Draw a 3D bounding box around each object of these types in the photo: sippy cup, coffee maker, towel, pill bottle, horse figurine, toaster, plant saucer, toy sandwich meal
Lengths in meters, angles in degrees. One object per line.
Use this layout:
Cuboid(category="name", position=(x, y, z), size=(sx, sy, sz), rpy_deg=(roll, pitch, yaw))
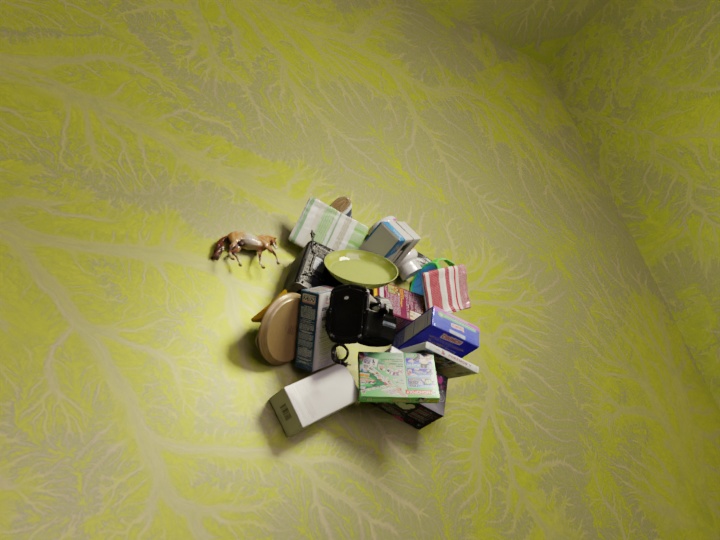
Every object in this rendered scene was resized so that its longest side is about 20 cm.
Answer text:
Cuboid(category="sippy cup", position=(0.252, 0.060, 1.826), size=(0.130, 0.178, 0.140), rpy_deg=(30, 21, -25))
Cuboid(category="coffee maker", position=(-0.002, 0.143, 1.439), size=(0.135, 0.192, 0.200), rpy_deg=(25, -2, 28))
Cuboid(category="towel", position=(-0.092, -0.106, 1.658), size=(0.200, 0.031, 0.149), rpy_deg=(28, 81, -10))
Cuboid(category="pill bottle", position=(0.115, -0.070, 1.832), size=(0.104, 0.104, 0.200), rpy_deg=(-19, 73, -45))
Cuboid(category="towel", position=(0.268, 0.063, 1.747), size=(0.200, 0.023, 0.144), rpy_deg=(-11, 92, -42))
Cuboid(category="horse figurine", position=(-0.304, -0.063, 1.532), size=(0.200, 0.050, 0.133), rpy_deg=(4, 45, -29))
Cuboid(category="toaster", position=(-0.107, 0.027, 1.575), size=(0.181, 0.119, 0.200), rpy_deg=(30, 46, -18))
Cuboid(category="plant saucer", position=(0.000, 0.000, 1.511), size=(0.200, 0.031, 0.200), rpy_deg=(8, 26, -4))
Cuboid(category="toy sandwich meal", position=(-0.195, 0.138, 1.430), size=(0.205, 0.070, 0.205), rpy_deg=(-21, 117, -48))

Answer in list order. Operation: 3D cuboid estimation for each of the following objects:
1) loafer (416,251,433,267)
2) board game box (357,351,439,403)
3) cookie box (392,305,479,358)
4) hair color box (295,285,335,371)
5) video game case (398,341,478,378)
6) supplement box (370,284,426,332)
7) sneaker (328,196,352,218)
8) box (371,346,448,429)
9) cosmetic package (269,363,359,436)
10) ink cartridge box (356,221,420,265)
Cuboid(category="loafer", position=(0.248, -0.003, 1.913), size=(0.200, 0.068, 0.070), rpy_deg=(29, 54, -13))
Cuboid(category="board game box", position=(0.094, 0.271, 1.443), size=(0.200, 0.029, 0.135), rpy_deg=(3, 47, -5))
Cuboid(category="cookie box", position=(0.215, 0.205, 1.638), size=(0.171, 0.200, 0.075), rpy_deg=(27, 46, -20))
Cuboid(category="hair color box", position=(-0.106, 0.144, 1.436), size=(0.100, 0.060, 0.200), rpy_deg=(-9, 108, -57))
Cuboid(category="video game case", position=(0.200, 0.259, 1.589), size=(0.182, 0.200, 0.023), rpy_deg=(28, 63, -20))
Cuboid(category="supplement box", position=(0.099, 0.115, 1.697), size=(0.200, 0.086, 0.110), rpy_deg=(20, 49, -26))
Cuboid(category="sneaker", position=(-0.101, -0.132, 1.736), size=(0.200, 0.109, 0.070), rpy_deg=(-38, 62, -16))
Cuboid(category="box", position=(0.126, 0.320, 1.546), size=(0.200, 0.115, 0.132), rpy_deg=(32, 45, -16))
Cuboid(category="cosmetic package", position=(-0.106, 0.313, 1.390), size=(0.200, 0.085, 0.108), rpy_deg=(-14, 70, -44))
Cuboid(category="ink cartridge box", position=(0.080, -0.068, 1.682), size=(0.084, 0.145, 0.200), rpy_deg=(45, 20, 14))
